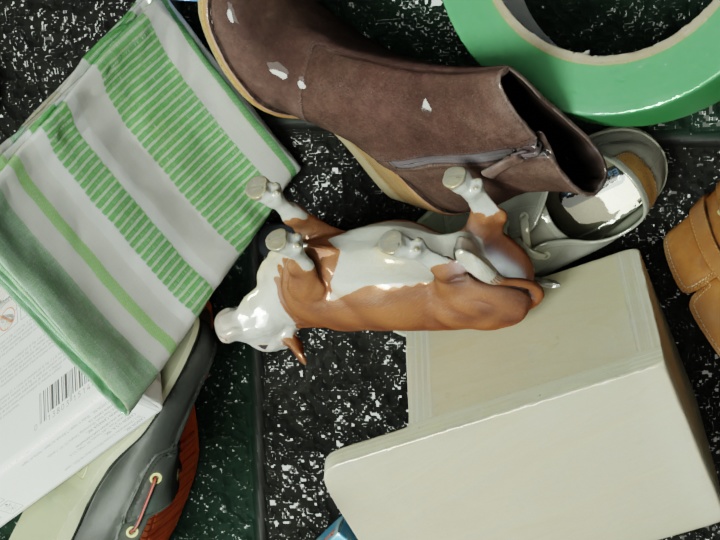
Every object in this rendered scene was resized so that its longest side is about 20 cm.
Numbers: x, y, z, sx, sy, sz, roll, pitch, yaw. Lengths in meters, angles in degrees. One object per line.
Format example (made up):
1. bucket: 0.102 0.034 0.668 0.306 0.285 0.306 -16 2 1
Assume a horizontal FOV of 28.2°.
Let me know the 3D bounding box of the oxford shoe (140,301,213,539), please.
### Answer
1. oxford shoe: -0.147 0.107 0.932 0.072 0.071 0.201 13 99 12

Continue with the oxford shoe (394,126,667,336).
1. oxford shoe: 0.089 -0.019 0.844 0.199 0.058 0.075 -30 103 21

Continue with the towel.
1. towel: -0.124 -0.045 0.802 0.023 0.200 0.153 -13 125 45

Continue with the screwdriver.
1. screwdriver: 0.024 -0.002 0.848 0.199 0.028 0.029 15 81 29

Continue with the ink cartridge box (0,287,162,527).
1. ink cartridge box: -0.209 0.055 0.891 0.200 0.177 0.045 -35 136 26

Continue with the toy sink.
1. toy sink: 0.091 0.091 0.832 0.199 0.112 0.131 -20 124 14

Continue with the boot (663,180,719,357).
1. boot: 0.223 -0.057 0.782 0.073 0.201 0.155 7 149 -32

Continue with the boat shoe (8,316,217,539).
1. boat shoe: -0.142 0.115 0.867 0.063 0.074 0.202 29 92 -34

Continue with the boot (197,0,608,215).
1. boot: 0.023 -0.103 0.766 0.200 0.073 0.166 41 157 -29

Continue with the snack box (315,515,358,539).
1. snack box: 0.024 0.269 0.959 0.200 0.037 0.116 43 110 -3

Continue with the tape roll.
1. tape roll: 0.137 -0.178 0.747 0.199 0.048 0.202 -1 89 27

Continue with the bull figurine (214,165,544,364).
1. bull figurine: 0.000 0.000 0.800 0.199 0.065 0.122 -6 148 20
